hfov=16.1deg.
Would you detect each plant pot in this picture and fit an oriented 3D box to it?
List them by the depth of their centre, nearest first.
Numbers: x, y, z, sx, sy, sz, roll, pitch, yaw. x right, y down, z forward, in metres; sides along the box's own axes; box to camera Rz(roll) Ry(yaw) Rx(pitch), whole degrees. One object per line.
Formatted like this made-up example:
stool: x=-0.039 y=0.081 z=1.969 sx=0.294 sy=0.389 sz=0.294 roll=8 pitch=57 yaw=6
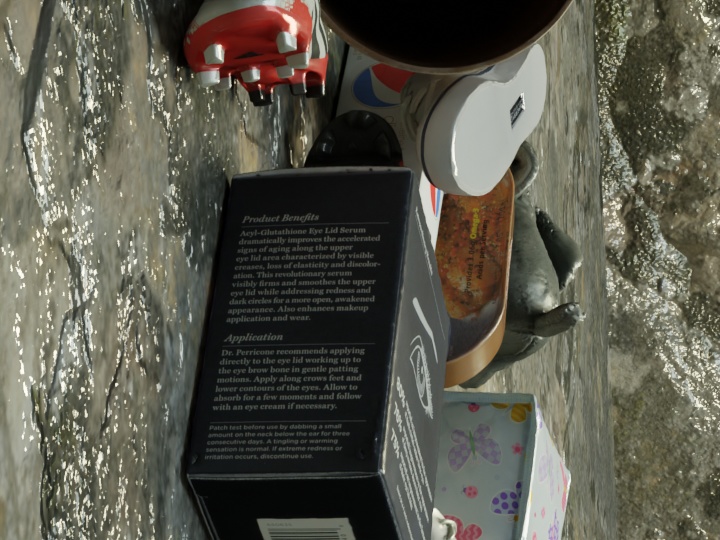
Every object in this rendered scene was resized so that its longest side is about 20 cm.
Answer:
plant pot: x=0.040 y=-0.216 z=1.585 sx=0.200 sy=0.187 sz=0.187 roll=-134 pitch=-139 yaw=-84

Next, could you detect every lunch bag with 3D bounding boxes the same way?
lunch bag: x=0.089 y=0.209 z=1.863 sx=0.170 sy=0.127 sz=0.200 roll=63 pitch=34 yaw=-62

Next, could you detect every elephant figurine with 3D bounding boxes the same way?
elephant figurine: x=0.087 y=-0.030 z=1.794 sx=0.142 sy=0.155 sz=0.200 roll=114 pitch=-3 yaw=-54

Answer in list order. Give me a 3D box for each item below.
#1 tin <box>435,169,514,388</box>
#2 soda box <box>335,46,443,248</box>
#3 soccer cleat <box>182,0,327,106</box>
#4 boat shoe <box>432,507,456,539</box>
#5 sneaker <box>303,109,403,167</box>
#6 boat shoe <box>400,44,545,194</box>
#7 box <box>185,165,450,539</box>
tin: x=0.044 y=-0.007 z=1.682 sx=0.042 sy=0.112 sz=0.200 roll=87 pitch=9 yaw=-52
soda box: x=0.019 y=-0.078 z=1.672 sx=0.200 sy=0.068 sz=0.064 roll=-80 pitch=164 yaw=-45
soccer cleat: x=-0.055 y=-0.137 z=1.322 sx=0.200 sy=0.069 sz=0.085 roll=19 pitch=61 yaw=-82
boat shoe: x=0.036 y=0.191 z=1.720 sx=0.071 sy=0.070 sz=0.200 roll=44 pitch=46 yaw=-74
sneaker: x=0.000 y=0.000 z=1.557 sx=0.098 sy=0.071 sz=0.201 roll=-33 pitch=123 yaw=-77
boat shoe: x=0.059 y=-0.099 z=1.590 sx=0.200 sy=0.070 sz=0.071 roll=-51 pitch=139 yaw=-61
box: x=-0.017 y=0.065 z=1.370 sx=0.148 sy=0.104 sz=0.200 roll=74 pitch=17 yaw=-51
